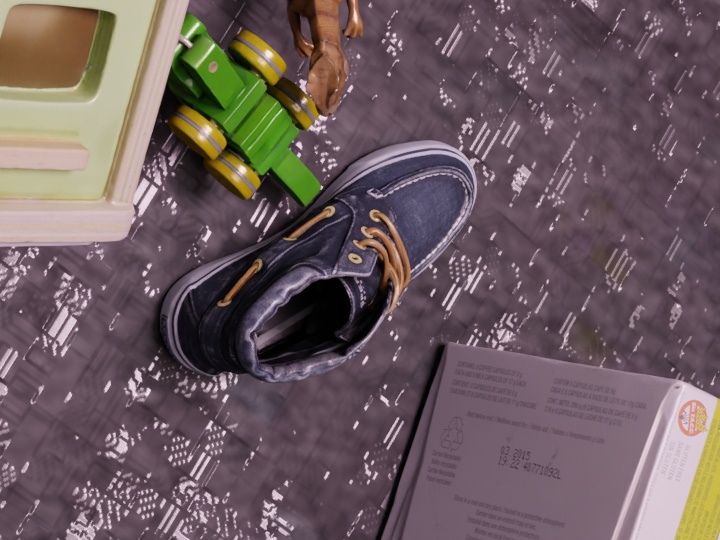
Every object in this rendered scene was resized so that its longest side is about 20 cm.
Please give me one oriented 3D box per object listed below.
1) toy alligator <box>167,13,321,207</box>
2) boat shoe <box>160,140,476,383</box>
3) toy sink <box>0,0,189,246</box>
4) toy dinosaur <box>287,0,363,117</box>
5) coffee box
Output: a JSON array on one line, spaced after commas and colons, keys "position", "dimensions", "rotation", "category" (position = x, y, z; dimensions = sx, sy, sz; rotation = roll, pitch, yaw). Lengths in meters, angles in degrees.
[{"position": [-0.076, -0.094, 1.224], "dimensions": [0.059, 0.054, 0.200], "rotation": [-51, 143, -8], "category": "toy alligator"}, {"position": [0.000, 0.000, 1.284], "dimensions": [0.200, 0.091, 0.071], "rotation": [-32, 114, -26], "category": "boat shoe"}, {"position": [-0.168, -0.076, 1.107], "dimensions": [0.130, 0.112, 0.201], "rotation": [0, 115, -45], "category": "toy sink"}, {"position": [-0.037, -0.173, 1.249], "dimensions": [0.201, 0.060, 0.106], "rotation": [62, 15, 13], "category": "toy dinosaur"}, {"position": [0.143, 0.169, 1.335], "dimensions": [0.197, 0.199, 0.202], "rotation": [22, 83, -34], "category": "coffee box"}]
